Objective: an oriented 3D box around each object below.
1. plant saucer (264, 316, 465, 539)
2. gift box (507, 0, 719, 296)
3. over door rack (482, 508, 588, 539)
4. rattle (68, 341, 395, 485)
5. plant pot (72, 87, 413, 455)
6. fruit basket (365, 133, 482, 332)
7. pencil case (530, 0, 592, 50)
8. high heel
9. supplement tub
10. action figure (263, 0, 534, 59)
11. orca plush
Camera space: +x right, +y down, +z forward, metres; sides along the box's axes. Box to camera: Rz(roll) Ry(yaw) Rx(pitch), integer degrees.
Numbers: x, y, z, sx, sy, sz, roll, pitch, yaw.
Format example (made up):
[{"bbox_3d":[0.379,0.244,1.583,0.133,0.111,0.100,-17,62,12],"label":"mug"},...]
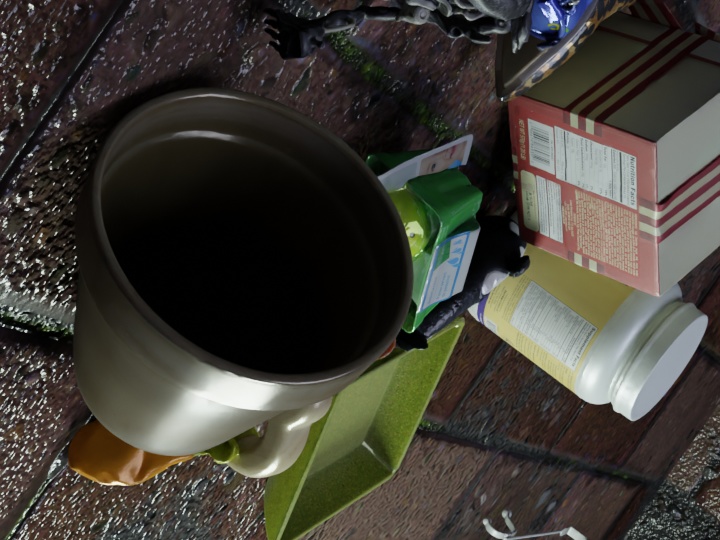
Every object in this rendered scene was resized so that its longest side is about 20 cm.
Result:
[{"bbox_3d":[-0.007,0.134,1.534,0.200,0.048,0.201,-25,145,-50],"label":"plant saucer"},{"bbox_3d":[0.239,-0.120,1.487,0.186,0.199,0.186,-34,138,-32],"label":"gift box"},{"bbox_3d":[0.198,0.403,2.322,0.199,0.067,0.148,13,113,-45],"label":"over door rack"},{"bbox_3d":[-0.090,0.073,1.136,0.142,0.131,0.200,9,163,-32],"label":"rattle"},{"bbox_3d":[-0.094,0.021,1.027,0.200,0.200,0.174,-33,168,-42],"label":"plant pot"},{"bbox_3d":[0.000,0.000,1.287,0.200,0.094,0.186,-33,151,-36],"label":"fruit basket"},{"bbox_3d":[0.174,-0.261,1.261,0.200,0.087,0.078,-50,137,-11],"label":"pencil case"},{"bbox_3d":[0.174,-0.194,1.373,0.201,0.071,0.143,-59,154,-12],"label":"high heel"},{"bbox_3d":[0.217,0.036,1.642,0.145,0.200,0.146,-44,157,-24],"label":"supplement tub"},{"bbox_3d":[0.040,-0.189,1.045,0.199,0.102,0.119,-13,132,-21],"label":"action figure"},{"bbox_3d":[0.076,-0.007,1.509,0.200,0.071,0.105,-35,-163,-30],"label":"orca plush"}]
